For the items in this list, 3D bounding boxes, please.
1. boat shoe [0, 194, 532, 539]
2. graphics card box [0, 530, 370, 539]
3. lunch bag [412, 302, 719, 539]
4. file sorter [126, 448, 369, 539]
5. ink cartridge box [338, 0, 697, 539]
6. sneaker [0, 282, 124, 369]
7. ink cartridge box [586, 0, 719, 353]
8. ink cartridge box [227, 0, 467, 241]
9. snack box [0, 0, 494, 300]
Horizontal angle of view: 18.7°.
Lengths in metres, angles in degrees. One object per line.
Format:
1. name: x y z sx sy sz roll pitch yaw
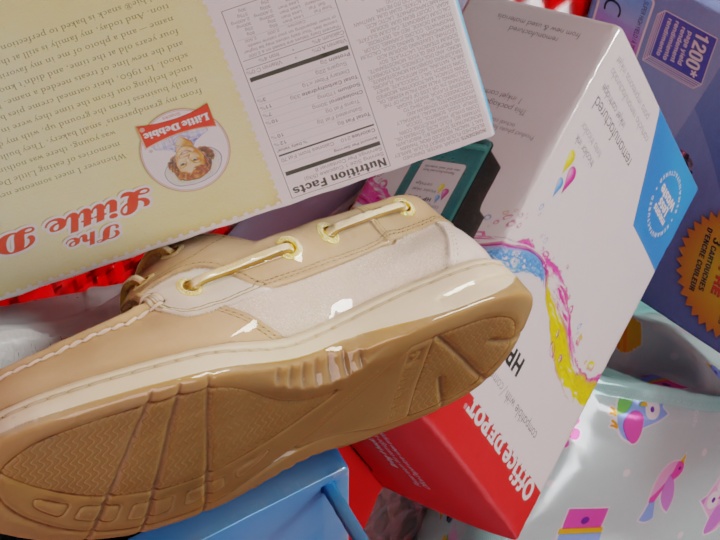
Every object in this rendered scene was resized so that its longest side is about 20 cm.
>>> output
1. boat shoe: -0.042 0.024 0.670 0.199 0.069 0.074 -15 143 -35
2. graphics card box: -0.099 0.126 0.804 0.126 0.051 0.200 -48 149 22
3. lunch bag: 0.099 0.103 0.990 0.200 0.122 0.171 0 119 -56
4. file sorter: -0.068 0.177 0.730 0.199 0.123 0.139 -26 152 -16
5. ink cartridge box: 0.040 0.016 0.795 0.201 0.067 0.116 -61 146 -16
6. sneaker: -0.106 0.035 0.720 0.200 0.088 0.076 -2 96 -57
7. ink cartridge box: 0.176 -0.035 0.898 0.076 0.200 0.137 -14 128 -44
8. ink cartridge box: 0.000 0.000 0.858 0.200 0.042 0.119 -48 144 -9
9. snack box: -0.071 -0.060 0.629 0.199 0.037 0.116 -18 130 2
